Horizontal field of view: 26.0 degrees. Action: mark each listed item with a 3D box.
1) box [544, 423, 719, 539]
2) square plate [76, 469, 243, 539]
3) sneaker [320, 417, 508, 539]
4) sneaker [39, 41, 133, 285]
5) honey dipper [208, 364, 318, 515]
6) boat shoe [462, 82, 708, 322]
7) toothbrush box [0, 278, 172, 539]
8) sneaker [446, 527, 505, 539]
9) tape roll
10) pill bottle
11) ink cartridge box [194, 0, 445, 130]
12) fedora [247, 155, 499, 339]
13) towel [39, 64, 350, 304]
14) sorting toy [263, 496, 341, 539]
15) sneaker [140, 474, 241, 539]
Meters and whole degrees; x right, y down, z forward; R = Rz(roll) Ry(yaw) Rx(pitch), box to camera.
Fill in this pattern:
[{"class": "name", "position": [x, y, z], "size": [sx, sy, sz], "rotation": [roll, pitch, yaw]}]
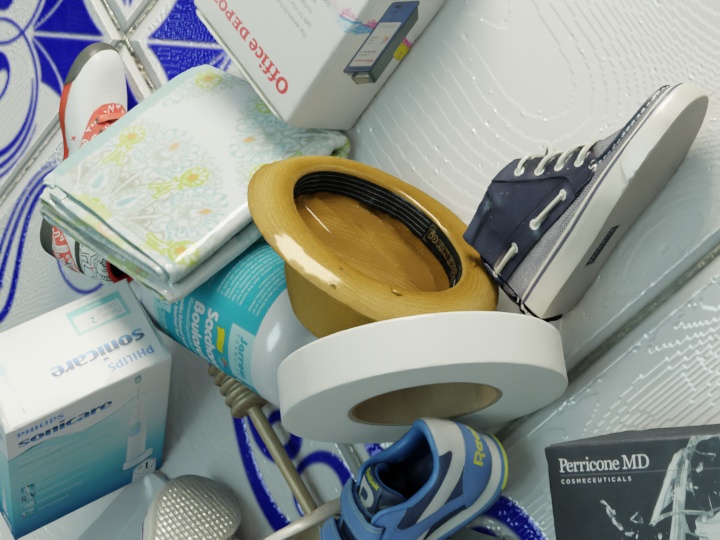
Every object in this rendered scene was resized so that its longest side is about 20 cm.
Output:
[{"class": "box", "position": [0.235, 0.194, 0.963], "size": [0.198, 0.123, 0.199], "rotation": [-10, 83, 39]}, {"class": "square plate", "position": [-0.181, 0.287, 1.298], "size": [0.197, 0.029, 0.200], "rotation": [30, 67, 34]}, {"class": "sneaker", "position": [0.011, 0.179, 1.099], "size": [0.200, 0.082, 0.074], "rotation": [-49, 45, 7]}, {"class": "sneaker", "position": [-0.213, -0.087, 1.357], "size": [0.107, 0.067, 0.203], "rotation": [28, 112, 34]}, {"class": "honey dipper", "position": [-0.061, 0.154, 1.259], "size": [0.038, 0.038, 0.201], "rotation": [-45, 67, 31]}, {"class": "boat shoe", "position": [0.144, -0.063, 1.056], "size": [0.093, 0.074, 0.201], "rotation": [45, 118, 22]}, {"class": "toothbrush box", "position": [-0.239, 0.117, 1.280], "size": [0.086, 0.145, 0.201], "rotation": [55, 155, 23]}, {"class": "sneaker", "position": [0.083, 0.233, 1.129], "size": [0.199, 0.073, 0.072], "rotation": [20, 113, 46]}, {"class": "tape roll", "position": [0.042, 0.076, 1.066], "size": [0.202, 0.202, 0.037], "rotation": [-22, 67, 37]}, {"class": "pill bottle", "position": [-0.071, 0.036, 1.214], "size": [0.199, 0.110, 0.112], "rotation": [28, 108, 36]}, {"class": "ink cartridge box", "position": [-0.018, -0.227, 1.178], "size": [0.200, 0.087, 0.146], "rotation": [-51, 61, 26]}, {"class": "fedora", "position": [0.000, 0.000, 1.113], "size": [0.201, 0.199, 0.082], "rotation": [45, 125, 29]}, {"class": "towel", "position": [-0.132, -0.073, 1.227], "size": [0.170, 0.200, 0.048], "rotation": [32, 151, 33]}, {"class": "sorting toy", "position": [-0.078, 0.289, 1.165], "size": [0.106, 0.179, 0.202], "rotation": [-5, 99, 44]}, {"class": "sneaker", "position": [-0.160, 0.252, 1.254], "size": [0.072, 0.201, 0.115], "rotation": [26, 117, 0]}]
